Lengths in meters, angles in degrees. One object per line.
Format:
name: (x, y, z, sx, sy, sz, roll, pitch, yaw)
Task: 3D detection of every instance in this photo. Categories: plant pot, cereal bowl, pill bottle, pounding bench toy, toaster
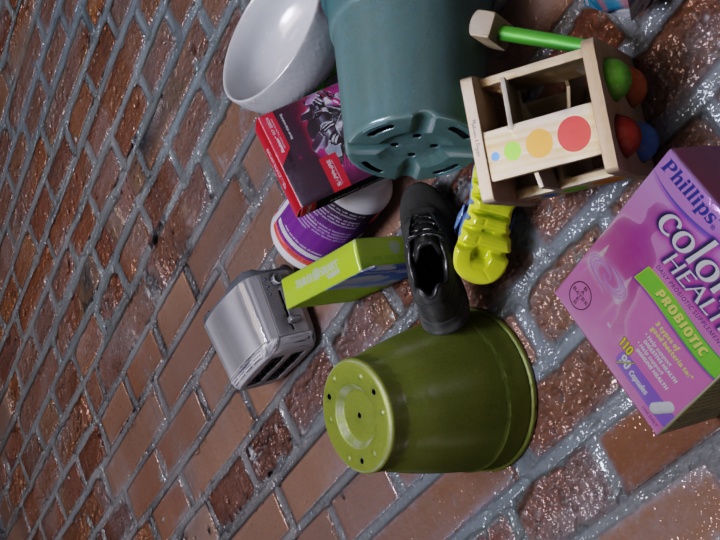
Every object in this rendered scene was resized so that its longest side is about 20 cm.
plant pot: (0.068, 0.154, 1.218, 0.200, 0.192, 0.202, 11, 104, 51)
plant pot: (0.055, -0.216, 1.134, 0.200, 0.199, 0.197, -27, 57, 51)
cereal bowl: (-0.082, -0.280, 1.299, 0.200, 0.083, 0.201, -33, 44, 39)
pill bottle: (-0.032, -0.092, 1.375, 0.200, 0.112, 0.113, -49, 58, 44)
pounding bench toy: (0.196, -0.178, 1.028, 0.155, 0.124, 0.201, -13, 85, 31)
toaster: (-0.153, 0.091, 1.561, 0.200, 0.113, 0.130, -45, 63, 44)

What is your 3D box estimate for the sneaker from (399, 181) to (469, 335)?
sneaker: (0.082, -0.029, 1.211, 0.075, 0.091, 0.201, -17, 55, 9)

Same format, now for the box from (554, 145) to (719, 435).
box: (0.307, 0.018, 0.965, 0.176, 0.096, 0.200, 59, 136, 29)

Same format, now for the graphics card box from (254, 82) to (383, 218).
graphics card box: (-0.012, -0.162, 1.260, 0.126, 0.199, 0.051, 64, 168, 8)

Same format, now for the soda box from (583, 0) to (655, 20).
soda box: (0.232, -0.335, 0.952, 0.063, 0.068, 0.201, 35, 157, 45)

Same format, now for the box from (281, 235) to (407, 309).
box: (0.000, 0.000, 1.339, 0.200, 0.121, 0.048, -26, 74, 51)

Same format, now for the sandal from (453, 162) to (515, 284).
sandal: (0.150, -0.090, 1.175, 0.087, 0.079, 0.201, -91, 22, -72)

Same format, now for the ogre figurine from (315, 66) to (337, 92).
ogre figurine: (-0.066, -0.235, 1.413, 0.200, 0.098, 0.120, -43, 50, 33)
